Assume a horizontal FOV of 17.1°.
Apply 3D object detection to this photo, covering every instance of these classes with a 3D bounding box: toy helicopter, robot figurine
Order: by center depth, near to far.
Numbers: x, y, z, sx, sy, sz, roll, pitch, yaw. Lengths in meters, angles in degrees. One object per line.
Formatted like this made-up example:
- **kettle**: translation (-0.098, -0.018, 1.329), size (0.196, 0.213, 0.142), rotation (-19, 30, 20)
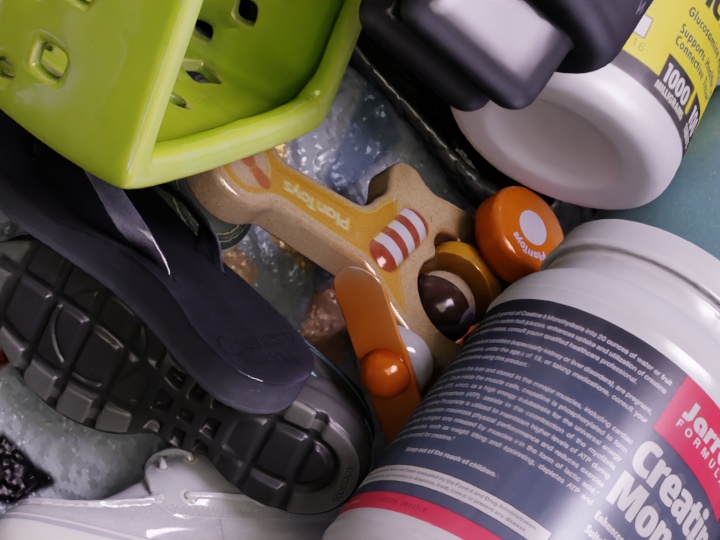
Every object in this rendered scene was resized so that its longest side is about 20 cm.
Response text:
- **robot figurine**: translation (0.085, -0.162, 0.999), size (0.201, 0.150, 0.125), rotation (-57, 150, -13)
- **toy helicopter**: translation (0.000, 0.000, 1.086), size (0.199, 0.079, 0.133), rotation (31, 49, -28)

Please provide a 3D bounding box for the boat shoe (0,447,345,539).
- **boat shoe**: translation (-0.073, 0.117, 1.109), size (0.198, 0.072, 0.069), rotation (8, 73, -18)

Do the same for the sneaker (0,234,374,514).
- **sneaker**: translation (-0.082, 0.043, 1.102), size (0.199, 0.079, 0.076), rotation (31, 115, 2)

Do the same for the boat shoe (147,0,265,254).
- **boat shoe**: translation (-0.069, -0.106, 1.107), size (0.072, 0.062, 0.202), rotation (0, 91, -22)

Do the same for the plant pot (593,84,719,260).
- **plant pot**: translation (0.188, -0.001, 1.156), size (0.134, 0.200, 0.202), rotation (-13, 97, 16)

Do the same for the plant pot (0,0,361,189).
- **plant pot**: translation (-0.096, -0.168, 0.982), size (0.181, 0.199, 0.201), rotation (25, 109, 16)

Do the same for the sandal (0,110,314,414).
- **sandal**: translation (-0.092, -0.018, 1.060), size (0.200, 0.076, 0.043), rotation (40, 120, 18)

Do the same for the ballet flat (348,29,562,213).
- **ballet flat**: translation (0.033, -0.105, 1.148), size (0.066, 0.057, 0.200), rotation (-45, 105, -12)

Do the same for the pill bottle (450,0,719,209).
- **pill bottle**: translation (0.128, -0.138, 1.119), size (0.112, 0.112, 0.201), rotation (35, 65, -18)

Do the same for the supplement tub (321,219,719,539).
- **supplement tub**: translation (0.086, 0.091, 1.026), size (0.140, 0.140, 0.200), rotation (46, 63, -15)

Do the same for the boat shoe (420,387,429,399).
- **boat shoe**: translation (0.113, 0.084, 1.177), size (0.199, 0.072, 0.065), rotation (11, 54, -22)
